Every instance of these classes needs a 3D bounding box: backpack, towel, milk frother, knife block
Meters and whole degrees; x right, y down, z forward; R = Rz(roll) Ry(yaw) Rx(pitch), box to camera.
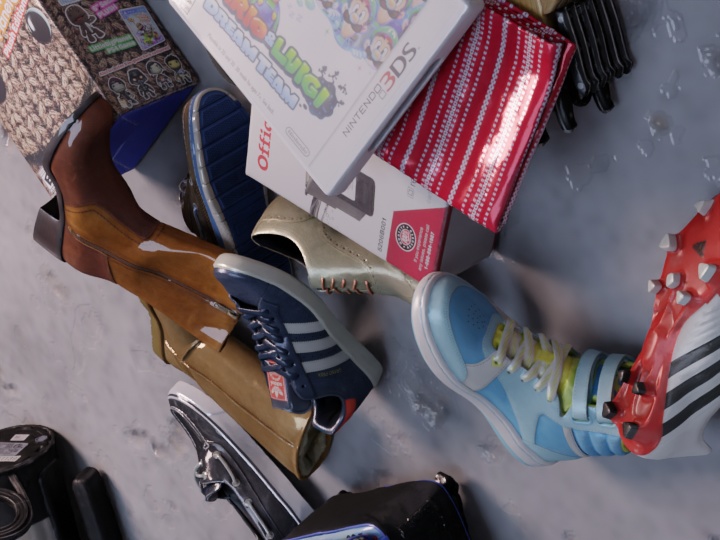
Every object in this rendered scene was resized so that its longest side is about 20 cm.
[{"bbox_3d":[0.033,0.295,1.239,0.182,0.134,0.200,-20,100,49],"label":"backpack"},{"bbox_3d":[0.039,-0.134,0.959,0.200,0.022,0.145,35,123,27],"label":"towel"},{"bbox_3d":[-0.394,0.307,1.621,0.180,0.200,0.189,5,116,39],"label":"milk frother"},{"bbox_3d":[0.099,-0.189,0.951,0.200,0.064,0.176,45,136,17],"label":"knife block"}]

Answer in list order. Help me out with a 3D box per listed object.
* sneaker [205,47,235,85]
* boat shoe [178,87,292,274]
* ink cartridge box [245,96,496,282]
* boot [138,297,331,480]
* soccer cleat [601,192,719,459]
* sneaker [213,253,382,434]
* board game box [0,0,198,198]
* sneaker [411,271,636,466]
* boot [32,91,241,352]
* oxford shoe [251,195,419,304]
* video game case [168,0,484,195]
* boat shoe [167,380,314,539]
[{"bbox_3d":[-0.075,-0.235,1.102,0.104,0.060,0.201,17,120,44],"label":"sneaker"},{"bbox_3d":[-0.123,-0.060,1.239,0.072,0.072,0.201,5,116,45],"label":"boat shoe"},{"bbox_3d":[0.012,-0.102,1.072,0.200,0.083,0.146,31,131,29],"label":"ink cartridge box"},{"bbox_3d":[-0.110,0.079,1.306,0.200,0.066,0.175,37,152,26],"label":"boot"},{"bbox_3d":[0.232,0.038,0.950,0.069,0.085,0.201,-128,53,-61],"label":"soccer cleat"},{"bbox_3d":[-0.060,0.066,1.171,0.075,0.085,0.200,10,153,49],"label":"sneaker"},{"bbox_3d":[-0.266,-0.193,1.288,0.200,0.097,0.159,55,138,6],"label":"board game box"},{"bbox_3d":[0.134,0.065,1.022,0.130,0.080,0.200,-9,137,42],"label":"sneaker"},{"bbox_3d":[-0.174,-0.036,1.196,0.200,0.069,0.189,30,128,7],"label":"boot"},{"bbox_3d":[0.000,0.000,1.134,0.200,0.074,0.071,32,158,30],"label":"oxford shoe"},{"bbox_3d":[-0.031,-0.183,0.971,0.200,0.024,0.182,51,128,16],"label":"video game case"},{"bbox_3d":[-0.130,0.194,1.380,0.200,0.068,0.072,46,160,13],"label":"boat shoe"}]
